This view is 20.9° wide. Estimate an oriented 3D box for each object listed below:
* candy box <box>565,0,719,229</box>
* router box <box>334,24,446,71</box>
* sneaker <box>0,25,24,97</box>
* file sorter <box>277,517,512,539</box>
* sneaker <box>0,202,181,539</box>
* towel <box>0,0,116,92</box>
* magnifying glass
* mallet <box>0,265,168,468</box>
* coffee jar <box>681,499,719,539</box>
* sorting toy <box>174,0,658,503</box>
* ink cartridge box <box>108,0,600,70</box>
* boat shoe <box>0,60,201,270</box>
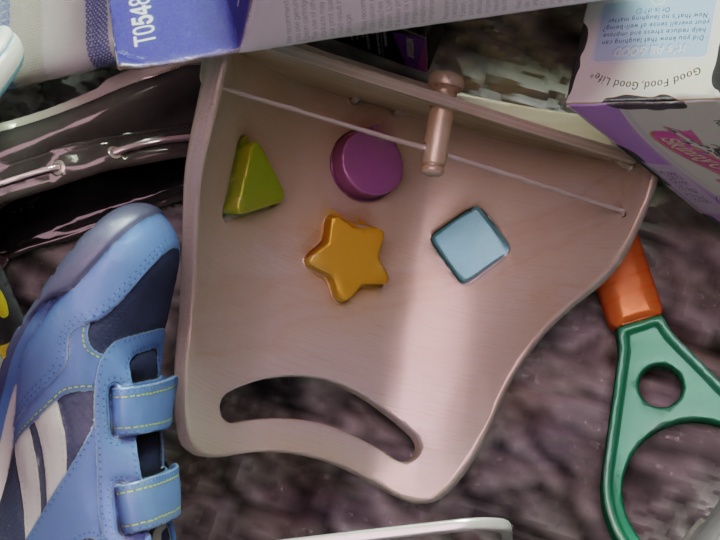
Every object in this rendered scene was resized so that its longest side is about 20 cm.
[{"bbox_3d":[0.171,-0.126,0.801,0.071,0.168,0.200,2,71,37],"label":"candy box"},{"bbox_3d":[-0.002,-0.210,0.901,0.149,0.051,0.200,20,77,7],"label":"router box"},{"bbox_3d":[-0.248,-0.088,0.811,0.200,0.131,0.080,-21,32,24],"label":"sneaker"},{"bbox_3d":[0.006,0.204,0.743,0.139,0.125,0.200,-7,74,3],"label":"file sorter"},{"bbox_3d":[-0.098,0.073,0.741,0.082,0.074,0.200,21,100,16],"label":"sneaker"},{"bbox_3d":[-0.192,-0.141,0.886,0.200,0.024,0.147,-11,73,20],"label":"towel"},{"bbox_3d":[0.126,0.043,0.835,0.080,0.022,0.200,-17,72,-1],"label":"magnifying glass"},{"bbox_3d":[-0.145,0.037,0.783,0.066,0.200,0.041,-39,31,-16],"label":"mallet"},{"bbox_3d":[0.208,0.165,0.742,0.200,0.104,0.085,37,87,6],"label":"coffee jar"},{"bbox_3d":[0.000,0.000,0.810,0.200,0.107,0.180,16,86,-21],"label":"sorting toy"},{"bbox_3d":[-0.007,-0.164,0.761,0.200,0.041,0.200,-10,44,-4],"label":"ink cartridge box"},{"bbox_3d":[-0.142,-0.032,0.854,0.200,0.067,0.057,-26,69,-7],"label":"boat shoe"}]
